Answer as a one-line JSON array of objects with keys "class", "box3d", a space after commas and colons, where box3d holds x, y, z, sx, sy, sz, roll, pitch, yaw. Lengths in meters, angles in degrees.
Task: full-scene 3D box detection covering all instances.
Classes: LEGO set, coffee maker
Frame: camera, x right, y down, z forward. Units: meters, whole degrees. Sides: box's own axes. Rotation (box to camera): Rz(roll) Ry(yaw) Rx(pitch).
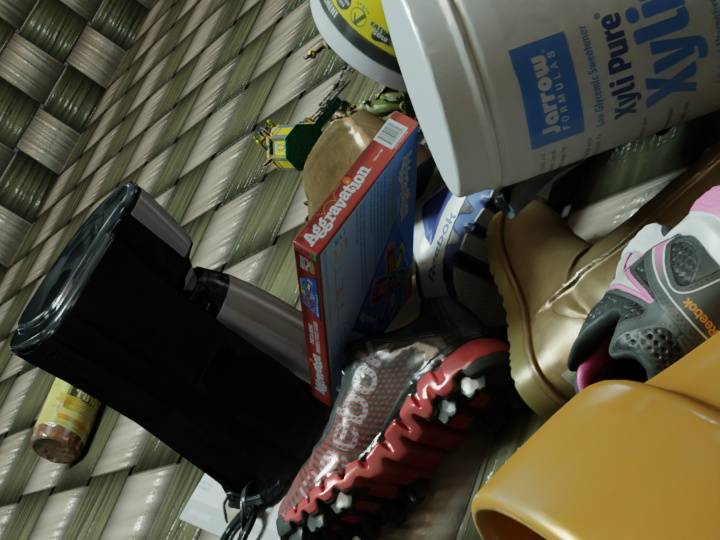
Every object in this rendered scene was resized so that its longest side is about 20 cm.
[{"class": "LEGO set", "box3d": [0.000, -0.119, 1.030, 0.201, 0.153, 0.116, -59, 25, -10]}, {"class": "coffee maker", "box3d": [-0.129, 0.067, 0.856, 0.135, 0.199, 0.193, -39, 26, 37]}]

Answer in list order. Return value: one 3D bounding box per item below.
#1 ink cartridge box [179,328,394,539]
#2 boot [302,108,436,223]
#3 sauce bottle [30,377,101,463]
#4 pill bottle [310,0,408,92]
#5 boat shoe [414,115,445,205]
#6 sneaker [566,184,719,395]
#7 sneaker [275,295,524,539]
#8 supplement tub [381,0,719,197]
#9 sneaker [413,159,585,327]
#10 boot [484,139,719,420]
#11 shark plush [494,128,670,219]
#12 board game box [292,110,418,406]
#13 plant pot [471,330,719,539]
[{"class": "ink cartridge box", "box3d": [-0.045, 0.127, 0.926, 0.177, 0.045, 0.200, -62, 22, -14]}, {"class": "boot", "box3d": [-0.012, -0.037, 0.914, 0.074, 0.075, 0.201, -39, -17, -42]}, {"class": "sauce bottle", "box3d": [-0.337, 0.134, 1.512, 0.066, 0.066, 0.201, -35, 32, 43]}, {"class": "pill bottle", "box3d": [0.058, -0.208, 0.716, 0.200, 0.112, 0.113, -55, 17, 41]}, {"class": "boat shoe", "box3d": [0.069, -0.111, 0.954, 0.200, 0.062, 0.075, -49, -20, 9]}, {"class": "sneaker", "box3d": [0.120, 0.028, 0.526, 0.086, 0.080, 0.200, -40, -16, -6]}, {"class": "sneaker", "box3d": [0.013, 0.094, 0.782, 0.201, 0.071, 0.098, -47, 49, 20]}, {"class": "supplement tub", "box3d": [0.121, -0.129, 0.639, 0.198, 0.133, 0.132, -21, 25, -1]}, {"class": "sneaker", "box3d": [0.083, -0.055, 0.855, 0.115, 0.080, 0.201, -7, 55, 60]}, {"class": "boot", "box3d": [0.164, -0.028, 0.680, 0.200, 0.066, 0.176, -43, 33, 29]}, {"class": "shark plush", "box3d": [0.149, -0.102, 0.708, 0.199, 0.092, 0.083, -27, 35, -29]}, {"class": "board game box", "box3d": [0.000, 0.000, 0.767, 0.103, 0.019, 0.201, -52, -18, -24]}, {"class": "plant pot", "box3d": [0.167, 0.077, 0.378, 0.183, 0.201, 0.200, -43, 19, -11]}]
